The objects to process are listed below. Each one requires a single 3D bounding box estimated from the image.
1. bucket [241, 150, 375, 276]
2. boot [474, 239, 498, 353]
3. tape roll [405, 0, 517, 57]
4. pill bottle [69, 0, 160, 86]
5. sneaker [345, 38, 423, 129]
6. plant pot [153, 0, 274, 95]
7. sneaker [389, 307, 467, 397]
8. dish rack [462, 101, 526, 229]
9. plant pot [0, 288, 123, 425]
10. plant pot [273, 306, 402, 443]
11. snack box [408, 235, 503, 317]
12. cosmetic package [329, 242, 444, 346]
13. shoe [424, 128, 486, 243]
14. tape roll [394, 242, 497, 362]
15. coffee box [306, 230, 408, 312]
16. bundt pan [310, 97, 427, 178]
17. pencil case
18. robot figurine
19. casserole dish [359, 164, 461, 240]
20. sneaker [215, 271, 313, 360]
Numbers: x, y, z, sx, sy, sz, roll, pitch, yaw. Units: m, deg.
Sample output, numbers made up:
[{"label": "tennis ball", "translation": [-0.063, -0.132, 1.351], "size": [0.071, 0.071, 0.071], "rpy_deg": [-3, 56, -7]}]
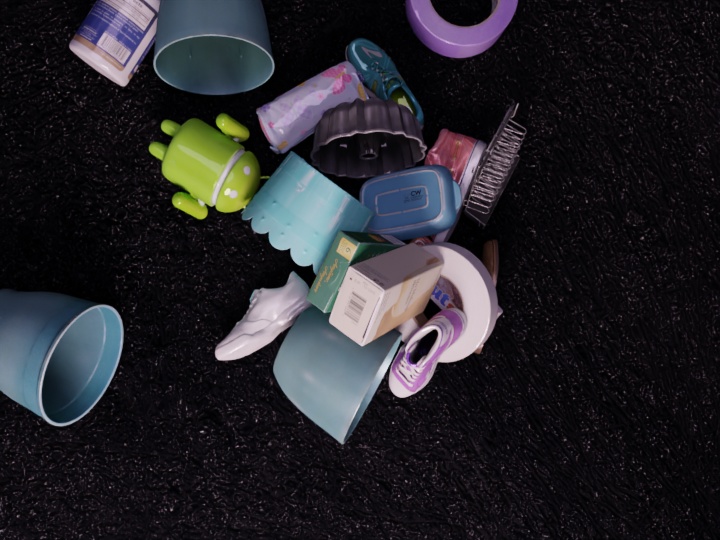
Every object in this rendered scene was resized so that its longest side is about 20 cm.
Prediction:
[{"label": "bucket", "translation": [-0.081, -0.089, 1.142], "size": [0.206, 0.207, 0.136], "rpy_deg": [37, 94, -1]}, {"label": "boot", "translation": [0.199, 0.040, 1.224], "size": [0.074, 0.074, 0.204], "rpy_deg": [13, 90, 8]}, {"label": "tape roll", "translation": [0.180, -0.493, 1.238], "size": [0.195, 0.066, 0.205], "rpy_deg": [0, 88, -4]}, {"label": "pill bottle", "translation": [-0.399, -0.432, 1.184], "size": [0.110, 0.111, 0.202], "rpy_deg": [32, 87, -1]}, {"label": "sneaker", "translation": [0.050, -0.332, 1.219], "size": [0.077, 0.080, 0.201], "rpy_deg": [-39, 90, -3]}, {"label": "plant pot", "translation": [-0.247, -0.414, 1.156], "size": [0.196, 0.201, 0.165], "rpy_deg": [-5, 78, -3]}, {"label": "sneaker", "translation": [0.086, 0.147, 1.141], "size": [0.072, 0.114, 0.202], "rpy_deg": [41, 122, 16]}, {"label": "dish rack", "translation": [0.228, -0.177, 1.157], "size": [0.054, 0.201, 0.155], "rpy_deg": [25, 72, 10]}, {"label": "plant pot", "translation": [-0.526, 0.124, 1.130], "size": [0.185, 0.200, 0.204], "rpy_deg": [18, 87, 13]}, {"label": "plant pot", "translation": [-0.046, 0.153, 1.139], "size": [0.159, 0.201, 0.203], "rpy_deg": [29, 87, 9]}, {"label": "snack box", "translation": [0.151, 0.027, 1.197], "size": [0.200, 0.024, 0.072], "rpy_deg": [45, 120, 17]}, {"label": "cosmetic package", "translation": [0.045, 0.033, 1.087], "size": [0.071, 0.199, 0.107], "rpy_deg": [33, 119, 23]}, {"label": "shoe", "translation": [0.147, -0.148, 1.228], "size": [0.090, 0.071, 0.204], "rpy_deg": [23, 91, 12]}, {"label": "tape roll", "translation": [0.135, 0.054, 1.176], "size": [0.199, 0.037, 0.207], "rpy_deg": [9, 106, 31]}, {"label": "coffee box", "translation": [0.000, 0.000, 1.105], "size": [0.044, 0.199, 0.125], "rpy_deg": [33, 106, 21]}, {"label": "bundt pan", "translation": [0.012, -0.227, 1.162], "size": [0.197, 0.202, 0.078], "rpy_deg": [-3, 77, -3]}, {"label": "pencil case", "translation": [-0.083, -0.285, 1.210], "size": [0.197, 0.083, 0.092], "rpy_deg": [-28, 99, -3]}, {"label": "robot figurine", "translation": [-0.257, -0.179, 1.180], "size": [0.198, 0.116, 0.177], "rpy_deg": [31, 91, -2]}, {"label": "casserole dish", "translation": [0.076, -0.117, 1.194], "size": [0.196, 0.039, 0.124], "rpy_deg": [-9, 82, 22]}, {"label": "sneaker", "translation": [-0.177, 0.078, 1.208], "size": [0.198, 0.075, 0.089], "rpy_deg": [-33, 78, -9]}]
